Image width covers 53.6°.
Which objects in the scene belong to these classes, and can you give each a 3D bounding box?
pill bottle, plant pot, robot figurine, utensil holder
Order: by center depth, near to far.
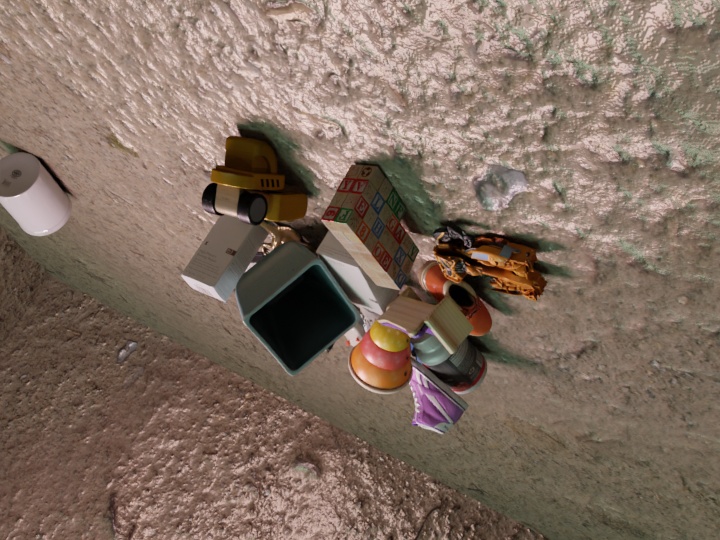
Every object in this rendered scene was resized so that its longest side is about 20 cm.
[{"bbox_3d":[0.207,-0.012,1.196,0.197,0.059,0.146,13,153,35],"label":"robot figurine"},{"bbox_3d":[-0.151,0.055,1.516,0.197,0.195,0.200,55,175,-36],"label":"plant pot"},{"bbox_3d":[0.189,0.179,1.579,0.110,0.112,0.200,4,147,48],"label":"pill bottle"},{"bbox_3d":[-0.980,-0.228,2.116,0.168,0.172,0.201,23,155,15],"label":"utensil holder"}]

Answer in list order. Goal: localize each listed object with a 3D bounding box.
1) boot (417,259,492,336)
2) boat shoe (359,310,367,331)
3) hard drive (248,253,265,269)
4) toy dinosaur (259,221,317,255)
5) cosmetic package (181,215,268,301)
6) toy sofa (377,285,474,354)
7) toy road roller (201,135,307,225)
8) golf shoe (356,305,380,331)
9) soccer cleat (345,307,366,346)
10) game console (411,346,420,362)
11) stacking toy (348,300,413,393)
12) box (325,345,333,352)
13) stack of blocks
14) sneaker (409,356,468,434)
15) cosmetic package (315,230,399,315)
[{"bbox_3d":[0.196,0.069,1.335,0.200,0.075,0.107,42,176,-29],"label":"boot"},{"bbox_3d":[0.007,0.133,1.795,0.071,0.072,0.200,51,156,9],"label":"boat shoe"},{"bbox_3d":[-0.222,0.026,1.875,0.139,0.038,0.200,2,145,50],"label":"hard drive"},{"bbox_3d":[-0.180,-0.075,1.595,0.198,0.059,0.101,30,145,-18],"label":"toy dinosaur"},{"bbox_3d":[-0.299,-0.041,1.592,0.100,0.202,0.074,18,157,24],"label":"cosmetic package"},{"bbox_3d":[0.116,0.099,1.323,0.083,0.098,0.200,48,169,-16],"label":"toy sofa"},{"bbox_3d":[-0.190,-0.168,1.322,0.121,0.149,0.199,16,-167,30],"label":"toy road roller"},{"bbox_3d":[0.024,0.090,1.616,0.197,0.098,0.079,21,160,27],"label":"golf shoe"},{"bbox_3d":[-0.024,0.111,1.668,0.200,0.077,0.070,46,148,36],"label":"soccer cleat"},{"bbox_3d":[0.106,0.201,1.742,0.114,0.179,0.201,-1,157,-1],"label":"game console"},{"bbox_3d":[0.059,0.144,1.482,0.144,0.147,0.202,25,132,11],"label":"stacking toy"},{"bbox_3d":[-0.127,0.087,1.740,0.198,0.144,0.036,31,160,-3],"label":"box"},{"bbox_3d":[0.028,-0.071,1.219,0.058,0.116,0.200,11,153,39],"label":"stack of blocks"},{"bbox_3d":[0.129,0.275,1.570,0.200,0.115,0.073,40,177,30],"label":"sneaker"},{"bbox_3d":[0.000,0.000,1.463,0.111,0.082,0.201,19,158,31],"label":"cosmetic package"}]
